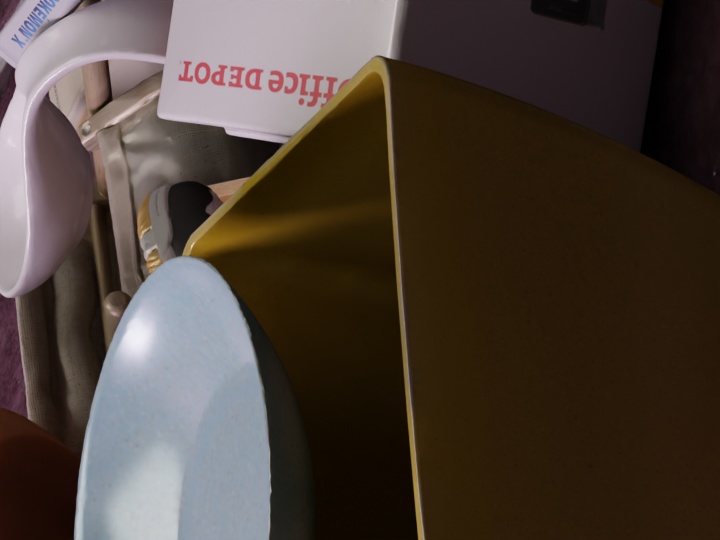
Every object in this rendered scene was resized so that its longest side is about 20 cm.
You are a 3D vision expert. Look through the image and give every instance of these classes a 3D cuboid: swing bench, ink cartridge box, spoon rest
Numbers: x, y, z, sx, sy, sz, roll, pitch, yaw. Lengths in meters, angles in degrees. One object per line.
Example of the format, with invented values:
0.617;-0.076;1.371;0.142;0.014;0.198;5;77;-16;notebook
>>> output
-0.104;-0.009;1.497;0.200;0.130;0.199;120;146;-53;swing bench
0.028;-0.143;1.151;0.147;0.146;0.200;11;93;48;ink cartridge box
-0.147;-0.064;1.358;0.200;0.061;0.099;-51;39;47;spoon rest

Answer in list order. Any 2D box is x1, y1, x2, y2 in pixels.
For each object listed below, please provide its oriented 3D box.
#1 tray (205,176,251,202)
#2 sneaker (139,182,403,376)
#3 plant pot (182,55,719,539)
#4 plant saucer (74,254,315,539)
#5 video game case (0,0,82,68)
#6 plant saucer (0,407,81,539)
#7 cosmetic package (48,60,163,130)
0.000;0.000;1.290;0.200;0.037;0.099;-9;75;44;tray
-0.026;0.019;1.240;0.088;0.076;0.200;-40;49;5;sneaker
0.053;0.056;1.062;0.200;0.176;0.200;140;130;-58;plant pot
-0.055;0.095;1.034;0.201;0.039;0.201;-176;90;-66;plant saucer
-0.086;-0.193;1.335;0.200;0.022;0.182;-51;7;-23;video game case
-0.159;0.159;1.379;0.037;0.200;0.200;-18;64;26;plant saucer
-0.118;-0.173;1.623;0.200;0.071;0.105;121;145;-44;cosmetic package
